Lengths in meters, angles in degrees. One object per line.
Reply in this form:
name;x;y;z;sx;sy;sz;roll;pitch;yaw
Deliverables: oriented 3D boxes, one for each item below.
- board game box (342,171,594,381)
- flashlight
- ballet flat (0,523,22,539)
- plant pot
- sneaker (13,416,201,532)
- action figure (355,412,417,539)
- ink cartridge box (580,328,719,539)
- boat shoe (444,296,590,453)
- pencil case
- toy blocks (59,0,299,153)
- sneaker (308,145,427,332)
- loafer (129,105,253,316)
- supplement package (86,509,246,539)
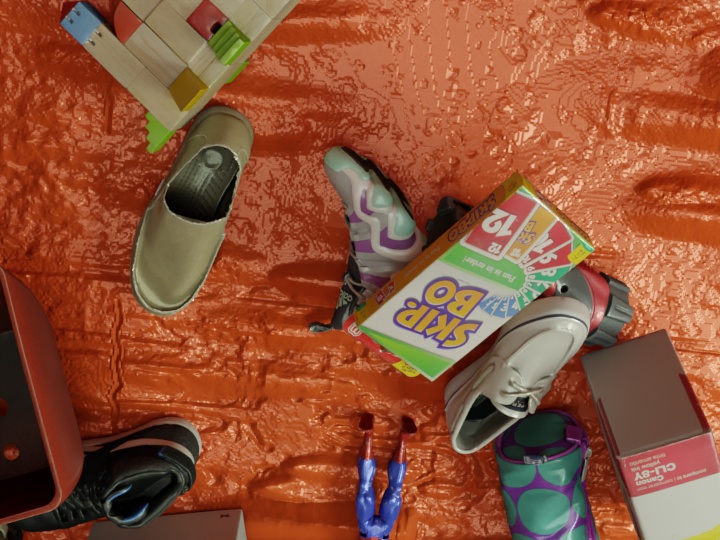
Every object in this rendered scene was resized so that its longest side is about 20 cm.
board game box;0.085;0.014;1.030;0.200;0.030;0.095;-40;123;22
flashlight;0.144;0.008;1.086;0.200;0.068;0.068;21;112;-29
ballet flat;-0.399;0.214;1.178;0.073;0.073;0.200;-43;110;13
plant pot;-0.339;0.121;1.069;0.199;0.176;0.201;-17;84;5
sneaker;-0.245;0.203;1.152;0.199;0.112;0.073;-25;107;7
action figure;0.014;0.246;1.182;0.065;0.099;0.201;6;111;-2
ink cartridge box;0.270;0.179;1.113;0.083;0.145;0.200;-19;122;7
boat shoe;0.133;0.097;1.099;0.072;0.066;0.200;22;138;-23
pencil case;0.188;0.238;1.185;0.092;0.085;0.201;-5;112;29
toy blocks;-0.149;-0.217;1.027;0.137;0.100;0.200;45;104;-3
sneaker;0.000;0.000;1.104;0.140;0.078;0.200;-38;105;11
loafer;-0.152;-0.046;1.090;0.075;0.068;0.201;20;108;-7
supplement package;-0.177;0.355;1.184;0.150;0.152;0.201;-5;109;2
